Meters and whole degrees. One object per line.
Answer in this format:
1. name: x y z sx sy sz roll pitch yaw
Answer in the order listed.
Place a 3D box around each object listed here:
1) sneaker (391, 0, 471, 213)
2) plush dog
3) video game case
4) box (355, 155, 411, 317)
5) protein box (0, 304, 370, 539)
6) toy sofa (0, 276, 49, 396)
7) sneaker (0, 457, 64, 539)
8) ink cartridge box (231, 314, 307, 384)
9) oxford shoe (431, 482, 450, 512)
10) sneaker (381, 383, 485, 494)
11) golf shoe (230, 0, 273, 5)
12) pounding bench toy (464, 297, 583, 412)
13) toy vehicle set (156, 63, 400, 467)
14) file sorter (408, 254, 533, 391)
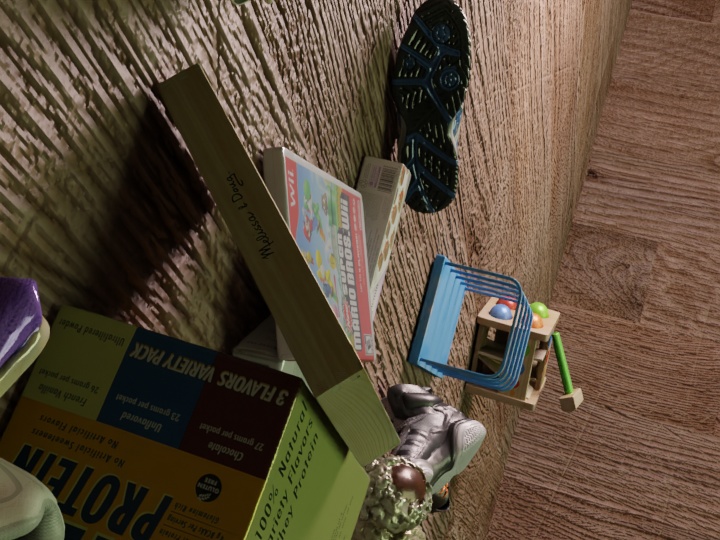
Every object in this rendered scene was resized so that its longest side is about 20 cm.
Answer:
1. sneaker: 0.062 -0.161 0.976 0.077 0.074 0.204 -94 -172 -64
2. plush dog: -0.009 0.283 0.918 0.171 0.159 0.203 -36 109 -35
3. video game case: -0.027 -0.003 0.778 0.200 0.017 0.146 18 66 -73
4. box: 0.000 0.000 0.918 0.039 0.041 0.204 32 71 -73
5. protein box: -0.101 0.160 0.534 0.201 0.133 0.202 68 40 -65
6. toy sofa: -0.175 0.058 0.269 0.083 0.096 0.203 76 33 -59
7. sneaker: -0.178 0.158 0.371 0.075 0.080 0.203 72 36 -64
8. ink cartridge box: -0.064 0.131 0.804 0.174 0.043 0.204 -47 147 -72
9. oxford shoe: 0.088 0.274 1.374 0.201 0.071 0.072 73 35 -60
10. sneaker: 0.044 0.198 1.135 0.199 0.114 0.076 -26 148 -42
11. golf shoe: -0.067 -0.172 0.497 0.200 0.076 0.090 -36 144 -65
12. pounding bench toy: 0.298 0.141 1.757 0.124 0.196 0.159 -37 139 -64
13. toy vehicle set: -0.043 -0.001 0.551 0.026 0.202 0.125 -28 153 -3
14. file sorter: 0.154 0.080 1.361 0.200 0.121 0.141 39 66 -73
